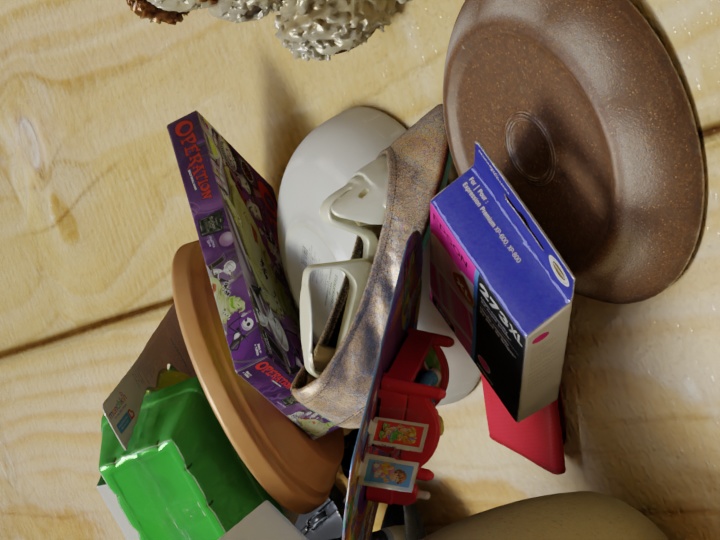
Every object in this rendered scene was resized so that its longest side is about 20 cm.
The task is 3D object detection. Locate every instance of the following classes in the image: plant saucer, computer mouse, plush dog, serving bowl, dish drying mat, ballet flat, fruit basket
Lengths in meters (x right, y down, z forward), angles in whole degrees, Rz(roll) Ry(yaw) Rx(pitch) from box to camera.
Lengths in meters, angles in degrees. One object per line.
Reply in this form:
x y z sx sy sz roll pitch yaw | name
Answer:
-0.063 0.066 1.688 0.201 0.037 0.200 59 -166 -25 | plant saucer
-0.018 0.167 1.785 0.059 0.034 0.200 60 153 21 | computer mouse
-0.056 -0.200 1.427 0.200 0.171 0.161 -25 86 65 | plush dog
0.103 -0.071 1.343 0.200 0.037 0.201 36 138 41 | plant saucer
0.000 0.000 1.590 0.200 0.066 0.201 44 144 44 | serving bowl
0.090 0.020 1.479 0.077 0.018 0.201 26 131 53 | dish drying mat
0.004 -0.007 1.471 0.068 0.067 0.201 -175 99 -76 | ballet flat
-0.106 0.126 1.692 0.186 0.093 0.200 61 -163 -17 | fruit basket

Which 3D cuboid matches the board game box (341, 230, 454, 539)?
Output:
0.030 0.081 1.381 0.158 0.039 0.201 86 -163 -62 | board game box

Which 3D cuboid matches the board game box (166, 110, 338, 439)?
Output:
-0.070 0.002 1.646 0.120 0.032 0.201 52 -163 -57 | board game box

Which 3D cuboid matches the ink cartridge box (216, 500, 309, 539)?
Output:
-0.015 0.242 1.354 0.200 0.083 0.146 42 155 21 | ink cartridge box

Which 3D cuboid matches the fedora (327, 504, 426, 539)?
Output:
-0.012 0.240 1.684 0.201 0.091 0.202 -176 90 -81 | fedora

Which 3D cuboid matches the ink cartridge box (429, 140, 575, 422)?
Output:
0.077 0.010 1.374 0.095 0.037 0.200 56 168 18 | ink cartridge box

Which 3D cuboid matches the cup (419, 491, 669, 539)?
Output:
0.108 0.207 1.407 0.200 0.143 0.201 26 138 26 | cup
